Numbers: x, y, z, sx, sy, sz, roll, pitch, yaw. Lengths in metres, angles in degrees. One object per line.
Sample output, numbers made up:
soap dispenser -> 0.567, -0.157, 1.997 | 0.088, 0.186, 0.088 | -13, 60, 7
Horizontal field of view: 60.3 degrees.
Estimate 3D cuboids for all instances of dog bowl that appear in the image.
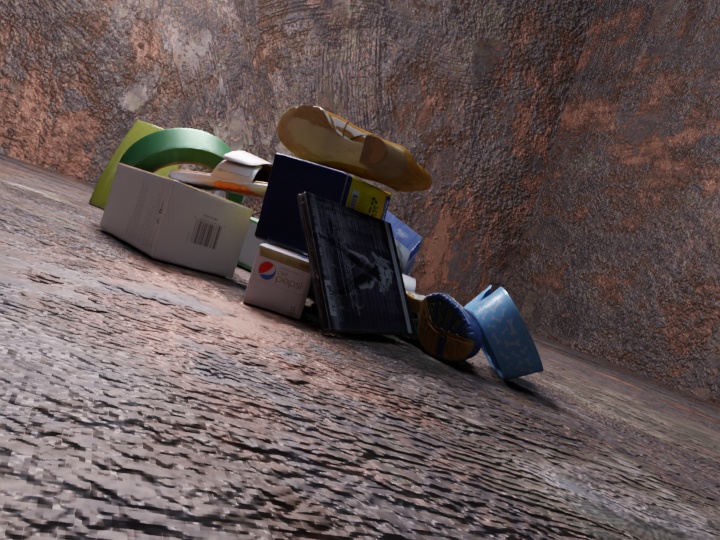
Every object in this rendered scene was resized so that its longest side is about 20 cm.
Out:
dog bowl -> 0.180, 0.082, 0.807 | 0.049, 0.114, 0.200 | -26, -1, 4

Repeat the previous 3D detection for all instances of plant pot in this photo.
plant pot -> -0.483, -0.220, 1.383 | 0.182, 0.206, 0.187 | 17, 1, 0

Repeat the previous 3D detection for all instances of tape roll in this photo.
tape roll -> -0.288, -0.132, 0.994 | 0.197, 0.200, 0.049 | 17, 39, -42

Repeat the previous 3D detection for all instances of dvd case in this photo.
dvd case -> 0.000, 0.000, 0.728 | 0.016, 0.153, 0.198 | -19, -15, 28

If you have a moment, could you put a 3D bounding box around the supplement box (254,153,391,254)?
supplement box -> -0.044, -0.077, 0.851 | 0.106, 0.113, 0.199 | 18, 5, 18

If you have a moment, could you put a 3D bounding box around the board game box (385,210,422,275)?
board game box -> 0.011, -0.054, 1.137 | 0.199, 0.043, 0.201 | 39, -27, 14

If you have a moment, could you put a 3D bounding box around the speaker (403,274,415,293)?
speaker -> -0.010, 0.020, 1.010 | 0.195, 0.083, 0.081 | 19, 1, -8

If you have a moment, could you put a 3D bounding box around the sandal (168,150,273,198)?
sandal -> -0.184, -0.142, 0.881 | 0.201, 0.061, 0.079 | 11, 0, 17

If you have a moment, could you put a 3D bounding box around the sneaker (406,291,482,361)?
sneaker -> 0.112, 0.071, 0.813 | 0.086, 0.077, 0.199 | 18, 2, -25

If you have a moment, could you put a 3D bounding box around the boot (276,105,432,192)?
boot -> -0.008, -0.154, 0.843 | 0.198, 0.073, 0.143 | 24, 2, 31

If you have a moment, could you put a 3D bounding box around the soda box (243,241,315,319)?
soda box -> -0.096, 0.006, 0.753 | 0.066, 0.066, 0.200 | 18, 2, -7

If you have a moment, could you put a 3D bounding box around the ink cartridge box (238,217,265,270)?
ink cartridge box -> -0.143, -0.032, 1.136 | 0.144, 0.086, 0.198 | 21, 2, 38

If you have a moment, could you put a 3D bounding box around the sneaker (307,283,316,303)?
sneaker -> -0.009, 0.037, 0.862 | 0.113, 0.075, 0.200 | 27, 4, 1

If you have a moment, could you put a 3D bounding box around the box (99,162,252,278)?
box -> -0.259, -0.072, 0.858 | 0.123, 0.100, 0.197 | 17, 2, -44
